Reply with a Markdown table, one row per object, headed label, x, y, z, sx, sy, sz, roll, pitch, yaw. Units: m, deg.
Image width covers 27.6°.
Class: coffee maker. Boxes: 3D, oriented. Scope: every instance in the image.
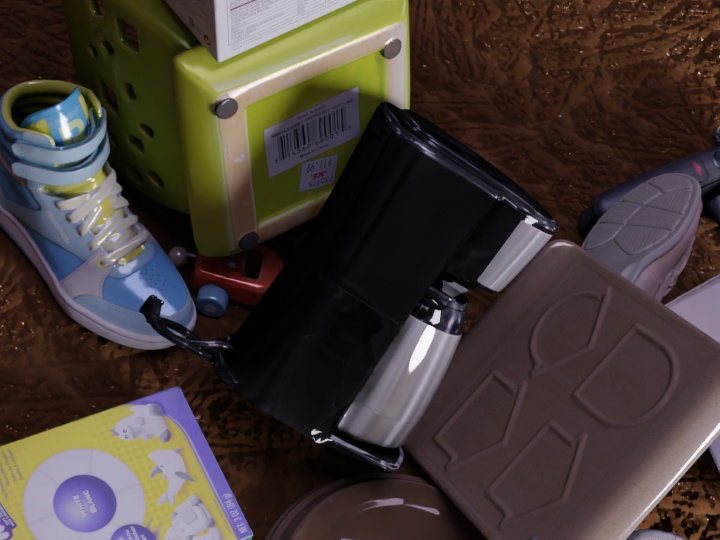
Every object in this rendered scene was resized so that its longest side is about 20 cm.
| label | x | y | z | sx | sy | sz | roll | pitch | yaw |
| --- | --- | --- | --- | --- | --- | --- | --- | --- | --- |
| coffee maker | 0.000 | 0.000 | 0.932 | 0.191 | 0.201 | 0.135 | 24 | 13 | -36 |

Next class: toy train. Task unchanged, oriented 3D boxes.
| label | x | y | z | sx | sy | sz | roll | pitch | yaw |
| --- | --- | --- | --- | --- | --- | --- | --- | --- | --- |
| toy train | -0.047 | -0.048 | 1.071 | 0.149 | 0.056 | 0.201 | 20 | 53 | -5 |

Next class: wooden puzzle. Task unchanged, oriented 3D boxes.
| label | x | y | z | sx | sy | sz | roll | pitch | yaw |
| --- | --- | --- | --- | --- | --- | --- | --- | --- | --- |
| wooden puzzle | 0.135 | 0.094 | 0.950 | 0.185 | 0.046 | 0.200 | -48 | 40 | 0 |

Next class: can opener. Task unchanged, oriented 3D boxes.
| label | x | y | z | sx | sy | sz | roll | pitch | yaw |
| --- | --- | --- | --- | --- | --- | --- | --- | --- | --- |
| can opener | 0.264 | -0.070 | 1.183 | 0.199 | 0.064 | 0.079 | -14 | 63 | -26 |

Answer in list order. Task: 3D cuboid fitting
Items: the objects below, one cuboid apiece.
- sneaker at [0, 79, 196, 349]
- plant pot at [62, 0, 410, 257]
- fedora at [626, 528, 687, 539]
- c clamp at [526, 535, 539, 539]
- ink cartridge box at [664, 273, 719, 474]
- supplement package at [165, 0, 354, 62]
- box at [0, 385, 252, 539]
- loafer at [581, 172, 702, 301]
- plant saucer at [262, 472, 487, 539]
| label | x | y | z | sx | sy | sz | roll | pitch | yaw |
| --- | --- | --- | --- | --- | --- | --- | --- | --- | --- |
| sneaker | -0.180 | -0.044 | 0.977 | 0.200 | 0.131 | 0.079 | 41 | 53 | 11 |
| plant pot | -0.073 | -0.140 | 1.000 | 0.199 | 0.200 | 0.182 | -25 | 51 | -21 |
| fedora | 0.173 | 0.241 | 0.905 | 0.176 | 0.090 | 0.201 | 31 | 53 | -12 |
| c clamp | 0.122 | 0.233 | 0.848 | 0.200 | 0.171 | 0.027 | 43 | 22 | 20 |
| ink cartridge box | 0.312 | 0.082 | 0.986 | 0.200 | 0.144 | 0.148 | 32 | 34 | -56 |
| supplement package | -0.062 | -0.264 | 0.853 | 0.150 | 0.201 | 0.152 | -28 | 59 | -21 |
| box | -0.180 | 0.155 | 0.895 | 0.199 | 0.048 | 0.118 | -19 | 64 | -26 |
| loafer | 0.197 | 0.011 | 1.099 | 0.072 | 0.063 | 0.200 | 14 | 52 | 40 |
| plant saucer | 0.026 | 0.216 | 0.933 | 0.198 | 0.030 | 0.201 | 8 | 55 | -12 |
